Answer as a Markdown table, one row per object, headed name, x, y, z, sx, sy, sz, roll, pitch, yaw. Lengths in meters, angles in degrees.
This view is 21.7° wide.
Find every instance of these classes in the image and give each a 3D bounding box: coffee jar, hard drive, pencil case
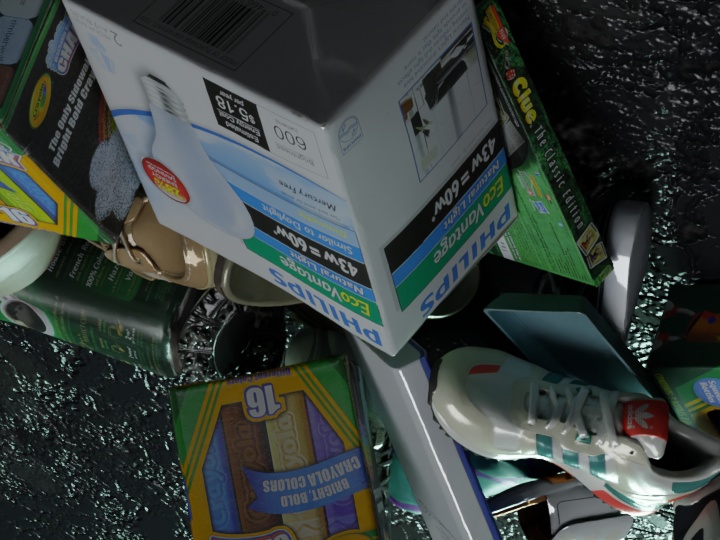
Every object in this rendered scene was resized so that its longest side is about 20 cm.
| name | x | y | z | sx | sy | sz | roll | pitch | yaw |
| --- | --- | --- | --- | --- | --- | --- | --- | --- | --- |
| coffee jar | -0.214 | 0.005 | 1.388 | 0.200 | 0.085 | 0.104 | 18 | 155 | 8 |
| hard drive | 0.049 | 0.129 | 1.236 | 0.200 | 0.025 | 0.132 | 67 | 170 | -19 |
| pencil case | 0.092 | 0.119 | 1.363 | 0.092 | 0.085 | 0.200 | 23 | 151 | -27 |

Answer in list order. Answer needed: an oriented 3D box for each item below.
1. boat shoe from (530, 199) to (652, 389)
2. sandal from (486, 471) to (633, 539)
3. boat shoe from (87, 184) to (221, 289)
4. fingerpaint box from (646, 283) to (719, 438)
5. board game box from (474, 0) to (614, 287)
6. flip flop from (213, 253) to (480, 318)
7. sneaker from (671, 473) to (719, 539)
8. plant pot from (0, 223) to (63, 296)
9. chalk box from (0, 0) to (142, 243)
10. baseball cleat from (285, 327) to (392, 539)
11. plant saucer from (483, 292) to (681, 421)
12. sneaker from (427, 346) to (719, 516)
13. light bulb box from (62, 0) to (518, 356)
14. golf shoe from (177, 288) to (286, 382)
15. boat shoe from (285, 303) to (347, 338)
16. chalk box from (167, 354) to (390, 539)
| name | x | y | z | sx | sy | sz | roll | pitch | yaw |
| --- | --- | --- | --- | --- | --- | --- | --- | --- | --- |
| boat shoe | 0.142 | 0.015 | 1.198 | 0.068 | 0.072 | 0.200 | 16 | 154 | 9 |
| sandal | 0.179 | 0.160 | 1.294 | 0.207 | 0.059 | 0.079 | -13 | 171 | -8 |
| boat shoe | -0.141 | -0.024 | 1.235 | 0.064 | 0.071 | 0.200 | -10 | -170 | -20 |
| fingerpaint box | 0.301 | 0.094 | 1.203 | 0.167 | 0.073 | 0.200 | -2 | 140 | 35 |
| board game box | 0.072 | -0.080 | 1.084 | 0.105 | 0.023 | 0.200 | 18 | 145 | 46 |
| flip flop | 0.000 | 0.000 | 1.193 | 0.200 | 0.081 | 0.058 | 11 | -162 | -34 |
| sneaker | 0.273 | 0.178 | 1.152 | 0.199 | 0.130 | 0.080 | -2 | 141 | 36 |
| plant pot | -0.275 | -0.057 | 1.264 | 0.200 | 0.200 | 0.175 | 17 | 165 | 9 |
| chalk box | -0.209 | -0.118 | 1.068 | 0.124 | 0.125 | 0.200 | 11 | 160 | 23 |
| baseball cleat | -0.002 | 0.131 | 1.362 | 0.070 | 0.200 | 0.106 | -9 | 171 | -45 |
| plant saucer | 0.151 | 0.065 | 1.191 | 0.070 | 0.019 | 0.200 | 1 | 153 | 33 |
| sneaker | 0.139 | 0.089 | 1.158 | 0.200 | 0.070 | 0.093 | 27 | 148 | -24 |
| light bulb box | -0.034 | -0.089 | 1.050 | 0.198 | 0.125 | 0.200 | 28 | 154 | 31 |
| golf shoe | -0.092 | 0.053 | 1.379 | 0.078 | 0.095 | 0.200 | 12 | 137 | -2 |
| boat shoe | -0.052 | -0.020 | 1.264 | 0.059 | 0.072 | 0.200 | -7 | 143 | 35 |
| chalk box | -0.046 | 0.168 | 1.267 | 0.124 | 0.200 | 0.124 | -10 | 173 | 2 |
